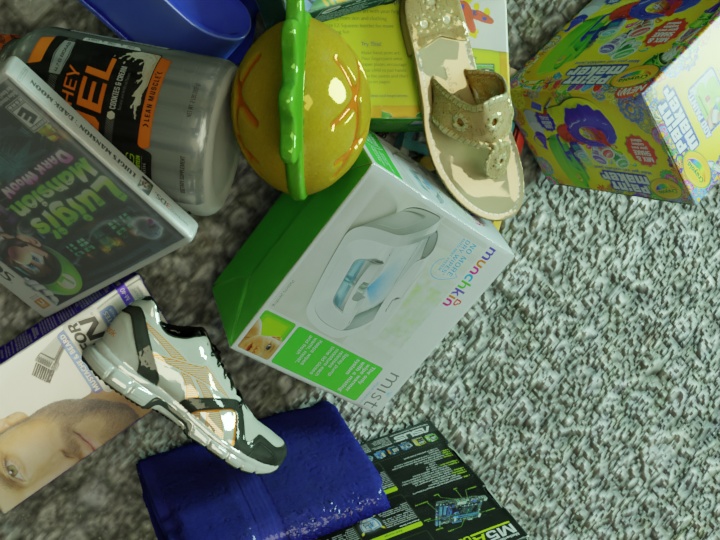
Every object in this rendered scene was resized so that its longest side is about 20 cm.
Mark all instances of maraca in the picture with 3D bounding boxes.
[{"bbox_3d":[-0.045,-0.124,0.748,0.105,0.200,0.140,-1,86,1],"label":"maraca"}]

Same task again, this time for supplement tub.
[{"bbox_3d":[-0.197,-0.120,0.801,0.196,0.123,0.125,10,94,4],"label":"supplement tub"}]

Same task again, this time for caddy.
[{"bbox_3d":[-0.159,-0.252,0.837,0.200,0.104,0.143,41,60,-21],"label":"caddy"}]

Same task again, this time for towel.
[{"bbox_3d":[-0.089,0.198,0.914,0.197,0.148,0.050,-16,128,-19],"label":"towel"}]

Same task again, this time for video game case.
[{"bbox_3d":[-0.251,-0.052,0.781,0.182,0.198,0.024,44,41,-29],"label":"video game case"}]

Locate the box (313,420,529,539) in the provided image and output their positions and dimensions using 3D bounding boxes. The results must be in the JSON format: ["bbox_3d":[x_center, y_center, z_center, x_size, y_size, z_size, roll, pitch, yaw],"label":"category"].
[{"bbox_3d":[0.022,0.230,0.929,0.197,0.193,0.048,-16,123,-20],"label":"box"}]

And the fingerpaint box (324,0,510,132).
[{"bbox_3d":[0.027,-0.211,0.904,0.196,0.073,0.170,-3,88,-13],"label":"fingerpaint box"}]

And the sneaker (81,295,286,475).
[{"bbox_3d":[-0.130,0.098,0.851,0.199,0.073,0.081,40,81,-26],"label":"sneaker"}]

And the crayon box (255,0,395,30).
[{"bbox_3d":[-0.048,-0.303,0.816,0.124,0.051,0.203,-22,92,-25],"label":"crayon box"}]

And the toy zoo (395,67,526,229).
[{"bbox_3d":[0.094,-0.110,1.003,0.129,0.020,0.204,15,92,-23],"label":"toy zoo"}]

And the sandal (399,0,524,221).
[{"bbox_3d":[0.088,-0.143,0.842,0.076,0.070,0.215,-21,93,-12],"label":"sandal"}]

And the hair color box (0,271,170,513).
[{"bbox_3d":[-0.249,0.098,0.872,0.199,0.065,0.110,-34,110,-12],"label":"hair color box"}]

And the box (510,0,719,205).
[{"bbox_3d":[0.275,-0.177,0.956,0.193,0.199,0.123,-44,117,-16],"label":"box"}]

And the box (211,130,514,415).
[{"bbox_3d":[0.000,0.000,0.894,0.175,0.097,0.201,30,110,-33],"label":"box"}]

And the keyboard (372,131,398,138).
[{"bbox_3d":[-0.002,-0.170,0.953,0.103,0.040,0.203,23,83,-11],"label":"keyboard"}]
